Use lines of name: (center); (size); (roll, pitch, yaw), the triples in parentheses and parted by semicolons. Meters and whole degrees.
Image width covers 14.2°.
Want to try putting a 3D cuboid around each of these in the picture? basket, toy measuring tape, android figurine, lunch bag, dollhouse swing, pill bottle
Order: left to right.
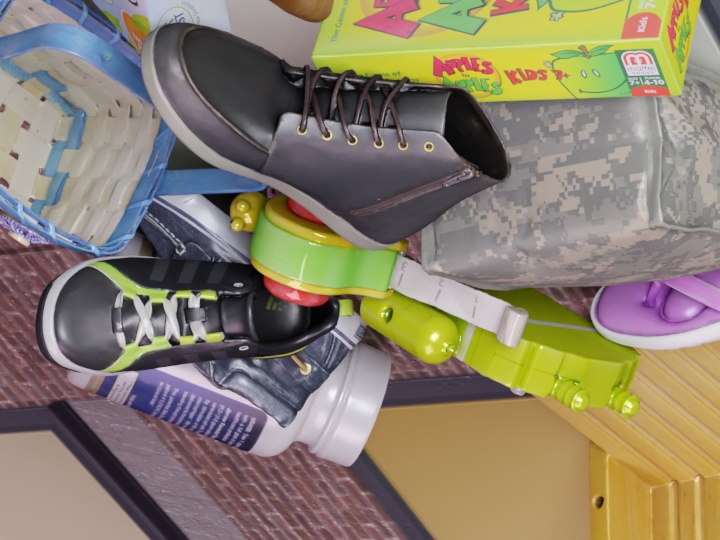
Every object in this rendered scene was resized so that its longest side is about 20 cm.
basket: (-0.170, -0.088, 1.725); (0.200, 0.139, 0.176); (-9, 145, 46)
pill bottle: (-0.086, 0.058, 1.929); (0.200, 0.111, 0.111); (22, 146, -8)
toy measuring tape: (0.000, 0.000, 1.694); (0.200, 0.074, 0.074); (26, 152, 26)
android figurine: (0.089, 0.039, 1.778); (0.182, 0.041, 0.200); (8, -161, -45)
lunch bag: (0.153, -0.048, 1.663); (0.164, 0.118, 0.200); (-12, 165, 35)
dollhouse swing: (0.217, 0.145, 1.890); (0.200, 0.182, 0.176); (-14, 156, 38)

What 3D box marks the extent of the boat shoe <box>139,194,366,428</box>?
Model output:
boat shoe: (-0.100, 0.012, 1.840); (0.200, 0.091, 0.071); (36, 175, 2)

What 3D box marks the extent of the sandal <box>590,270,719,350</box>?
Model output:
sandal: (0.231, -0.001, 1.742); (0.202, 0.083, 0.050); (-8, 133, 25)

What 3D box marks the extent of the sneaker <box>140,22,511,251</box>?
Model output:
sneaker: (-0.017, -0.089, 1.548); (0.200, 0.075, 0.106); (30, 141, -34)

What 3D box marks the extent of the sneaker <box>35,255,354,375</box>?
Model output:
sneaker: (-0.097, 0.021, 1.736); (0.200, 0.072, 0.083); (-5, 176, -33)

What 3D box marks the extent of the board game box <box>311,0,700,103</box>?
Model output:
board game box: (0.082, -0.144, 1.574); (0.200, 0.102, 0.048); (-1, 143, 24)

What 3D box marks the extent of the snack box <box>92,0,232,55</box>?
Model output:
snack box: (-0.137, -0.215, 1.541); (0.142, 0.053, 0.200); (50, 162, 31)

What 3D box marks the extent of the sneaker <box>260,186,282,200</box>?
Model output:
sneaker: (-0.018, -0.055, 1.767); (0.086, 0.080, 0.200); (25, 144, -11)

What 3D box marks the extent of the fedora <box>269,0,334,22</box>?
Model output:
fedora: (-0.045, -0.228, 1.484); (0.201, 0.082, 0.201); (54, 165, 23)
